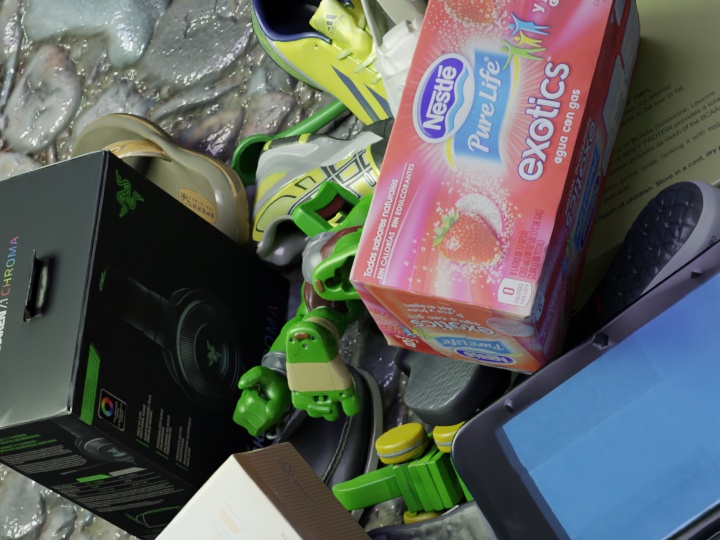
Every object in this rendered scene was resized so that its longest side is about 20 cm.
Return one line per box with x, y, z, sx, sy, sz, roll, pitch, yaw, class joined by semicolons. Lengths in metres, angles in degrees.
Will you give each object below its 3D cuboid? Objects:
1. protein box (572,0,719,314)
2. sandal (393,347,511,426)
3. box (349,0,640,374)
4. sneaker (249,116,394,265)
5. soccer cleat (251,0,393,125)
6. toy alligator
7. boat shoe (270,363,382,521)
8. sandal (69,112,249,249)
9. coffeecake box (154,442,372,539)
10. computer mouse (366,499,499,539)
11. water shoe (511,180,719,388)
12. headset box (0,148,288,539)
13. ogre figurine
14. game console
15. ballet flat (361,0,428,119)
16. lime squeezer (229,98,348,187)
0.165;-0.074;1.365;0.198;0.135;0.201;-32;50;21;protein box
0.061;0.050;1.382;0.076;0.043;0.200;-48;7;4;sandal
0.072;-0.060;1.250;0.094;0.103;0.201;11;73;16;box
0.012;-0.044;1.516;0.199;0.075;0.077;-10;60;46;sneaker
0.005;-0.134;1.550;0.200;0.084;0.065;28;70;36;soccer cleat
0.076;0.104;1.392;0.199;0.060;0.054;-14;17;32;toy alligator
-0.048;0.142;1.456;0.072;0.068;0.201;16;74;44;boat shoe
-0.143;-0.051;1.615;0.054;0.081;0.200;-20;26;-31;sandal
-0.069;0.220;1.358;0.154;0.073;0.200;48;109;16;coffeecake box
0.075;0.188;1.353;0.200;0.046;0.141;-29;70;28;computer mouse
0.146;0.046;1.267;0.200;0.079;0.072;-55;24;31;water shoe
-0.144;0.047;1.492;0.092;0.200;0.175;-13;57;32;headset box
0.000;0.000;1.428;0.098;0.201;0.120;18;35;5;ogre figurine
0.149;0.103;1.155;0.200;0.118;0.171;-37;17;15;game console
0.028;-0.132;1.368;0.069;0.069;0.201;-33;49;18;ballet flat
-0.076;-0.078;1.635;0.199;0.038;0.071;-14;25;32;lime squeezer
